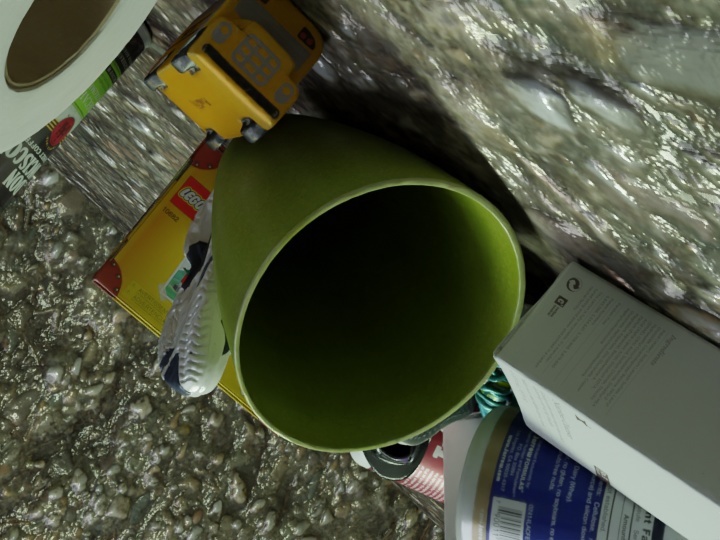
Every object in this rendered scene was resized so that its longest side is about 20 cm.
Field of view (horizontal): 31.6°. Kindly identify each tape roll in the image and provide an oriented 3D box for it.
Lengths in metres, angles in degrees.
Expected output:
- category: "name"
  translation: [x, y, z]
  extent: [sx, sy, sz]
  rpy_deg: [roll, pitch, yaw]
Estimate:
- category: "tape roll"
  translation: [-0.167, -0.153, 0.638]
  extent: [0.071, 0.203, 0.202]
  rpy_deg: [38, 170, 3]

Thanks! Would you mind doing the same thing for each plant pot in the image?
- category: "plant pot"
  translation: [-0.021, -0.018, 0.822]
  extent: [0.187, 0.187, 0.200]
  rpy_deg: [48, -176, -38]

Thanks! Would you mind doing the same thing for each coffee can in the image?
- category: "coffee can"
  translation: [-0.291, -0.165, 1.047]
  extent: [0.146, 0.200, 0.146]
  rpy_deg: [38, 170, 8]

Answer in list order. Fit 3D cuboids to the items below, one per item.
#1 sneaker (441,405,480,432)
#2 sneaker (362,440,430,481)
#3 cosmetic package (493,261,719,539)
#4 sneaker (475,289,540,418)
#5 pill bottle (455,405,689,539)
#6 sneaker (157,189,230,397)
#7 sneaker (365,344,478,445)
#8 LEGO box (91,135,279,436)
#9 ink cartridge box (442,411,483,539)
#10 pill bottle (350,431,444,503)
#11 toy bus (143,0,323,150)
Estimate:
- category: "sneaker"
  translation: [0.093, 0.107, 1.119]
  extent: [0.074, 0.087, 0.200]
  rpy_deg: [39, 170, 9]
- category: "sneaker"
  translation: [0.026, 0.141, 1.121]
  extent: [0.075, 0.088, 0.201]
  rpy_deg: [9, 138, 4]
- category: "cosmetic package"
  translation: [0.185, 0.094, 0.735]
  extent: [0.199, 0.081, 0.113]
  rpy_deg: [35, 167, 33]
- category: "sneaker"
  translation: [0.112, 0.066, 0.894]
  extent: [0.077, 0.080, 0.200]
  rpy_deg: [37, 169, 21]
- category: "pill bottle"
  translation: [0.172, 0.162, 0.835]
  extent: [0.198, 0.117, 0.116]
  rpy_deg: [9, 158, 22]
- category: "sneaker"
  translation: [-0.070, 0.031, 0.929]
  extent: [0.129, 0.080, 0.200]
  rpy_deg: [28, -151, -19]
- category: "sneaker"
  translation: [0.019, 0.075, 0.948]
  extent: [0.104, 0.076, 0.200]
  rpy_deg: [19, -174, 22]
- category: "LEGO box"
  translation: [-0.097, 0.012, 1.042]
  extent: [0.200, 0.149, 0.077]
  rpy_deg: [41, 176, -7]
- category: "ink cartridge box"
  translation: [0.150, 0.210, 1.044]
  extent: [0.083, 0.147, 0.200]
  rpy_deg: [-16, 150, 30]
- category: "pill bottle"
  translation: [0.061, 0.160, 1.262]
  extent: [0.198, 0.114, 0.113]
  rpy_deg: [24, 172, -6]
- category: "toy bus"
  translation: [-0.079, -0.125, 0.779]
  extent: [0.065, 0.078, 0.200]
  rpy_deg: [44, 170, -15]
